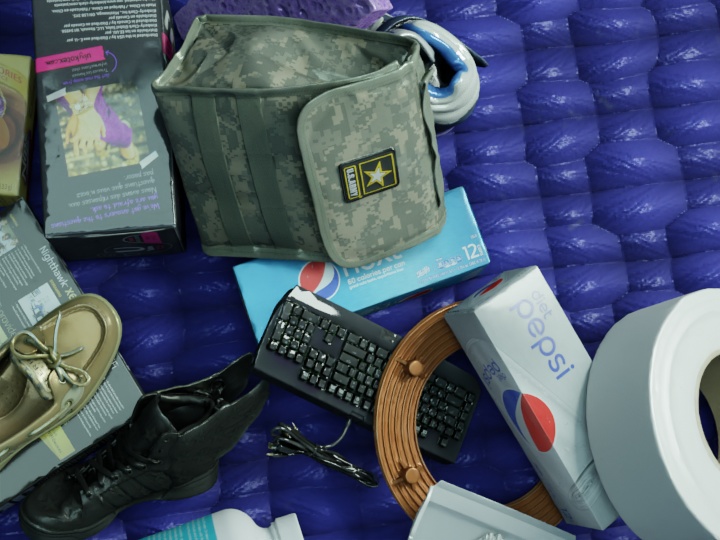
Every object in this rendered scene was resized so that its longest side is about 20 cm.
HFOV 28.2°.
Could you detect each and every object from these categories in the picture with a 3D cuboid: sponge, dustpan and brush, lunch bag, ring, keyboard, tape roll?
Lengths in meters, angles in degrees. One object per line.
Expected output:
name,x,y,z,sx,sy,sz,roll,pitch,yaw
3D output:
sponge,-0.065,-0.205,1.136,0.030,0.199,0.113,-18,79,-47
dustpan and brush,0.072,0.279,1.124,0.138,0.057,0.202,23,112,-14
lunch bag,-0.035,-0.095,1.083,0.197,0.165,0.118,4,43,19
ring,0.105,0.123,1.146,0.197,0.019,0.204,2,85,-20
keyboard,-0.001,0.106,1.128,0.198,0.021,0.129,27,83,-24
tape roll,0.268,0.120,1.108,0.200,0.070,0.206,13,68,-35

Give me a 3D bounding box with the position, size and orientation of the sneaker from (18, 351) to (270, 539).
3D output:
sneaker,-0.166,0.135,1.098,0.198,0.105,0.060,-15,47,-28

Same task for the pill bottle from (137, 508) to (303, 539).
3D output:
pill bottle,-0.132,0.251,1.095,0.197,0.111,0.112,-19,83,-5

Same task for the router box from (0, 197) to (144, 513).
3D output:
router box,-0.281,0.069,1.142,0.156,0.052,0.201,-32,84,-8

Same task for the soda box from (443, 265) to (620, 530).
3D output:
soda box,0.150,0.100,1.120,0.068,0.063,0.202,-33,97,-19

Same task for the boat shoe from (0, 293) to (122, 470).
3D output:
boat shoe,-0.258,0.097,1.080,0.073,0.063,0.200,41,80,4

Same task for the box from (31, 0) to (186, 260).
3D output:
box,-0.197,-0.118,1.139,0.104,0.122,0.203,-4,83,-3

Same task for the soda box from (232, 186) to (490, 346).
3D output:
soda box,0.000,0.000,1.162,0.197,0.064,0.069,-19,83,-6

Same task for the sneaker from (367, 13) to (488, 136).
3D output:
sneaker,0.010,-0.187,1.147,0.199,0.146,0.081,36,81,1

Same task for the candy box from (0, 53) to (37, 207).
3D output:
candy box,-0.366,-0.120,1.164,0.197,0.056,0.119,5,82,-4
